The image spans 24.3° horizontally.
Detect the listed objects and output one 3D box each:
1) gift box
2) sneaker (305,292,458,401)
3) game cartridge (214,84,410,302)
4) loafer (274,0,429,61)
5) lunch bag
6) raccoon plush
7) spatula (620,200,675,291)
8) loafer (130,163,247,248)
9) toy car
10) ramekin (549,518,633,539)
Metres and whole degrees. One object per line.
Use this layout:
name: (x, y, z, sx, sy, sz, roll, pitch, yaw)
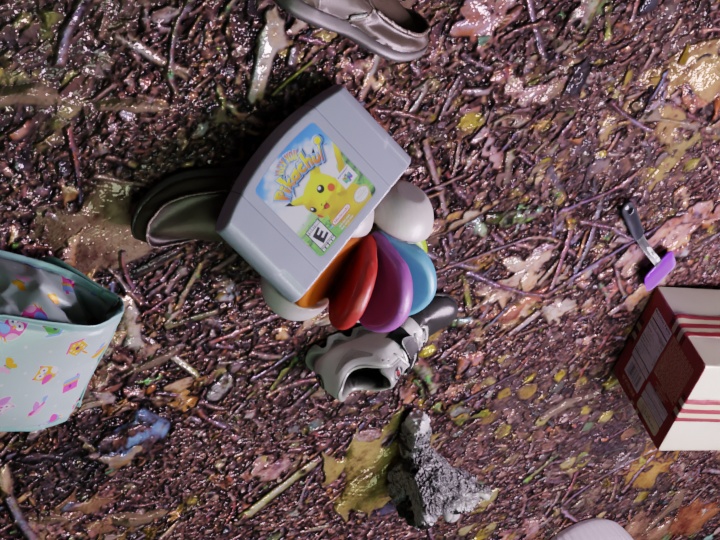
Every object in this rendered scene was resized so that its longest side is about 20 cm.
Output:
gift box: (0.472, 0.140, 2.286, 0.184, 0.186, 0.201, 2, 135, -24)
sneaker: (0.040, 0.100, 2.015, 0.198, 0.089, 0.075, -26, 140, -10)
game cartridge: (-0.052, -0.085, 1.714, 0.133, 0.040, 0.201, 43, 79, -21)
loafer: (0.002, -0.259, 1.606, 0.199, 0.073, 0.071, 13, 117, -46)
lunch bag: (-0.353, 0.075, 1.691, 0.198, 0.122, 0.171, 10, 125, -33)
raccoon plush: (0.120, 0.264, 2.245, 0.133, 0.097, 0.202, -18, 140, -30)
spatula: (0.365, -0.033, 2.145, 0.057, 0.021, 0.200, -45, 139, -5)
loafer: (-0.139, -0.064, 1.727, 0.198, 0.071, 0.074, -18, 140, -18)
toy car: (0.000, 0.000, 1.827, 0.198, 0.151, 0.176, 3, 129, -36)
ramekin: (0.356, 0.480, 2.618, 0.198, 0.105, 0.202, -19, 140, -17)
